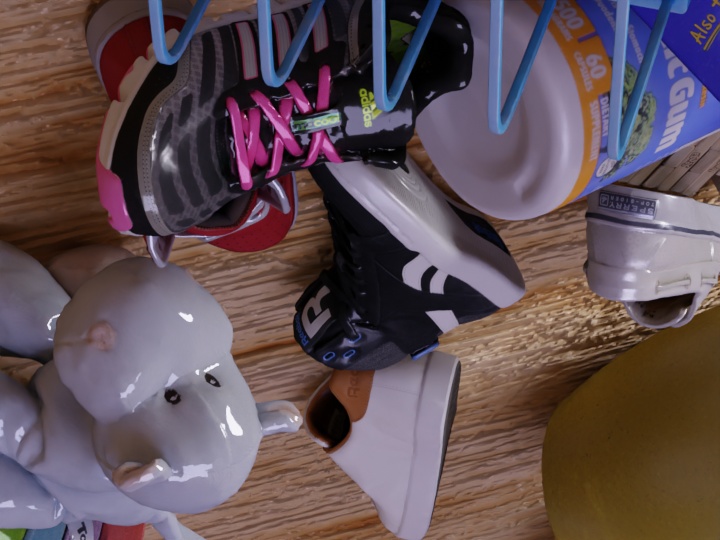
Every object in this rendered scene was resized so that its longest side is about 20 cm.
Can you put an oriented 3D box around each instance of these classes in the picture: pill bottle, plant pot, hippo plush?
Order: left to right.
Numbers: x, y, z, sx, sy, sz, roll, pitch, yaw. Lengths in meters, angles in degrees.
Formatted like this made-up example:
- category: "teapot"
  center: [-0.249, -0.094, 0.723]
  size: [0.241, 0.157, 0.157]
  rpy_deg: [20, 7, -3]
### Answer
- category: "hippo plush"
  center: [-0.127, 0.075, 1.199]
  size: [0.159, 0.201, 0.161]
  rpy_deg: [-21, -173, -28]
- category: "pill bottle"
  center: [0.126, -0.107, 1.180]
  size: [0.200, 0.112, 0.112]
  rpy_deg: [-26, 152, -32]
- category: "plant pot"
  center: [0.192, 0.120, 1.527]
  size: [0.141, 0.201, 0.200]
  rpy_deg: [-8, 156, 29]

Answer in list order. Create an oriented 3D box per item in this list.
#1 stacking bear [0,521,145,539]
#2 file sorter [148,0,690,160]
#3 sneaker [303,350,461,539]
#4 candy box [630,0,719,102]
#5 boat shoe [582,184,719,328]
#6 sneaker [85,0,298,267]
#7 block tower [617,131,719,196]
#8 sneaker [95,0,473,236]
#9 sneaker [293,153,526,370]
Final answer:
- category: "stacking bear"
  center: [-0.221, 0.116, 1.321]
  size: [0.199, 0.122, 0.114]
  rpy_deg: [20, 131, -37]
- category: "file sorter"
  center: [0.024, -0.140, 0.991]
  size: [0.199, 0.123, 0.139]
  rpy_deg: [13, 139, 12]
- category: "sneaker"
  center: [0.011, 0.093, 1.480]
  size: [0.084, 0.073, 0.200]
  rpy_deg: [10, 151, 5]
- category: "candy box"
  center: [0.171, -0.177, 1.062]
  size: [0.169, 0.200, 0.077]
  rpy_deg: [-41, -175, 28]
- category: "boat shoe"
  center: [0.157, -0.005, 1.350]
  size: [0.071, 0.070, 0.200]
  rpy_deg: [10, -178, 16]
- category: "sneaker"
  center: [-0.065, -0.035, 1.190]
  size: [0.071, 0.113, 0.200]
  rpy_deg: [-25, 147, 4]
- category: "block tower"
  center: [0.187, -0.074, 1.345]
  size: [0.199, 0.058, 0.054]
  rpy_deg: [7, 137, -40]
- category: "sneaker"
  center: [-0.024, -0.071, 1.064]
  size: [0.200, 0.087, 0.074]
  rpy_deg: [-35, 128, -41]
- category: "sneaker"
  center: [0.000, 0.000, 1.315]
  size: [0.112, 0.073, 0.200]
  rpy_deg: [-34, 147, 14]
